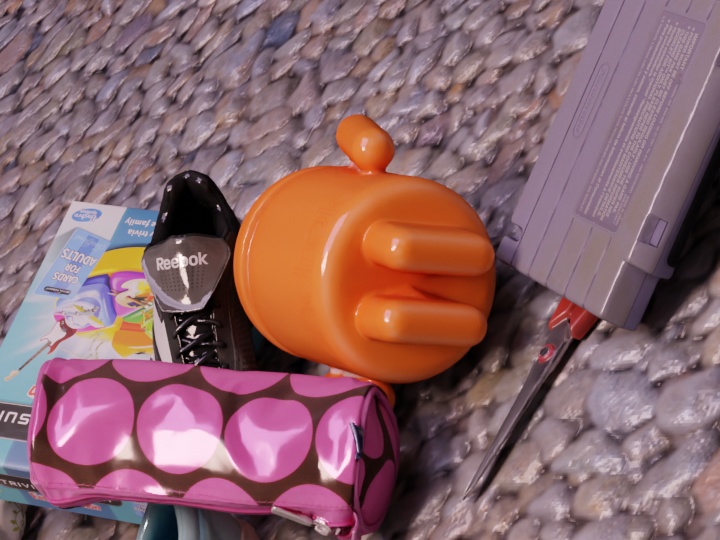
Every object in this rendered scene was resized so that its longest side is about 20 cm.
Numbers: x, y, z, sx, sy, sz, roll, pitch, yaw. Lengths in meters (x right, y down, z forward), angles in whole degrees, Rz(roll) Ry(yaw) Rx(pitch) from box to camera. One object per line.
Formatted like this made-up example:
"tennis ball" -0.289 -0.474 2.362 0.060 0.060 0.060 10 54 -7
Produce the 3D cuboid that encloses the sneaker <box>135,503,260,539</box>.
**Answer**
"sneaker" -0.124 0.206 1.384 0.074 0.082 0.201 -21 38 41

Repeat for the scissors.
"scissors" 0.105 0.035 1.356 0.200 0.014 0.073 -52 30 -3

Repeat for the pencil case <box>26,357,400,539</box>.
"pencil case" -0.082 0.097 1.368 0.198 0.091 0.094 3 63 16

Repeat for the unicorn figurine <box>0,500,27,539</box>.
"unicorn figurine" -0.259 0.180 1.577 0.073 0.138 0.200 -3 32 39

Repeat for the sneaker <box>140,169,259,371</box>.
"sneaker" -0.097 0.025 1.487 0.066 0.091 0.201 -9 53 7

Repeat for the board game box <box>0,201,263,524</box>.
"board game box" -0.146 0.055 1.572 0.150 0.047 0.201 6 55 25

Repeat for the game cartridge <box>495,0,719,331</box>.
"game cartridge" 0.148 -0.077 1.331 0.130 0.038 0.201 32 100 58

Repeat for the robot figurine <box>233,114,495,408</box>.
"robot figurine" 0.001 -0.002 1.426 0.116 0.144 0.200 -37 20 -19
